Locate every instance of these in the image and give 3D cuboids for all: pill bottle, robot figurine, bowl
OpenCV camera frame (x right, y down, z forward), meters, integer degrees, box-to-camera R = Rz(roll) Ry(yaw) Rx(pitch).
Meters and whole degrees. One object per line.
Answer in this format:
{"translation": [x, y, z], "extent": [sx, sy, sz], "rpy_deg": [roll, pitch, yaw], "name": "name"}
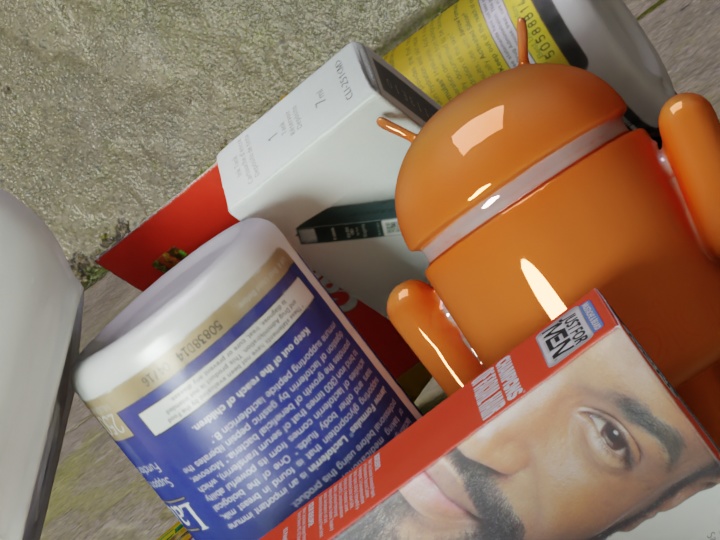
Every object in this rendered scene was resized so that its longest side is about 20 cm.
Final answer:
{"translation": [-0.026, 0.087, 0.912], "extent": [0.115, 0.200, 0.116], "rpy_deg": [-37, 9, 7], "name": "pill bottle"}
{"translation": [0.092, -0.004, 0.876], "extent": [0.116, 0.201, 0.144], "rpy_deg": [-31, -5, -30], "name": "robot figurine"}
{"translation": [0.052, -0.071, 1.051], "extent": [0.199, 0.112, 0.111], "rpy_deg": [-35, 11, 18], "name": "pill bottle"}
{"translation": [-0.172, 0.077, 0.905], "extent": [0.200, 0.074, 0.201], "rpy_deg": [110, 170, -62], "name": "bowl"}

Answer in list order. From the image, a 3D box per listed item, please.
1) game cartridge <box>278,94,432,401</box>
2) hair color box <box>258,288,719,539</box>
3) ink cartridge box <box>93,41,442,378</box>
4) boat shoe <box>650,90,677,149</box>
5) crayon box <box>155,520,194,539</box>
{"translation": [-0.007, -0.005, 1.185], "extent": [0.201, 0.175, 0.033], "rpy_deg": [-58, 32, 29], "name": "game cartridge"}
{"translation": [0.047, 0.114, 0.790], "extent": [0.200, 0.111, 0.064], "rpy_deg": [-38, 11, 6], "name": "hair color box"}
{"translation": [0.000, 0.000, 0.995], "extent": [0.173, 0.200, 0.044], "rpy_deg": [-38, 44, 20], "name": "ink cartridge box"}
{"translation": [0.094, -0.025, 1.108], "extent": [0.199, 0.072, 0.072], "rpy_deg": [-34, 23, 18], "name": "boat shoe"}
{"translation": [-0.051, 0.151, 1.113], "extent": [0.200, 0.058, 0.173], "rpy_deg": [-39, 10, -2], "name": "crayon box"}
